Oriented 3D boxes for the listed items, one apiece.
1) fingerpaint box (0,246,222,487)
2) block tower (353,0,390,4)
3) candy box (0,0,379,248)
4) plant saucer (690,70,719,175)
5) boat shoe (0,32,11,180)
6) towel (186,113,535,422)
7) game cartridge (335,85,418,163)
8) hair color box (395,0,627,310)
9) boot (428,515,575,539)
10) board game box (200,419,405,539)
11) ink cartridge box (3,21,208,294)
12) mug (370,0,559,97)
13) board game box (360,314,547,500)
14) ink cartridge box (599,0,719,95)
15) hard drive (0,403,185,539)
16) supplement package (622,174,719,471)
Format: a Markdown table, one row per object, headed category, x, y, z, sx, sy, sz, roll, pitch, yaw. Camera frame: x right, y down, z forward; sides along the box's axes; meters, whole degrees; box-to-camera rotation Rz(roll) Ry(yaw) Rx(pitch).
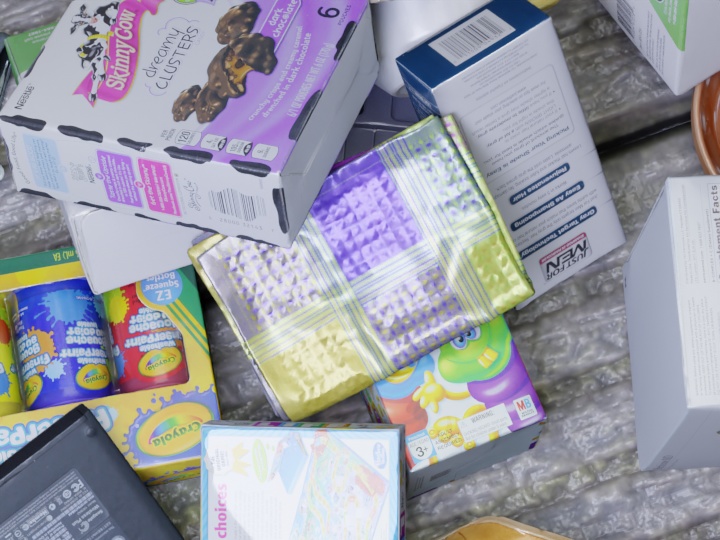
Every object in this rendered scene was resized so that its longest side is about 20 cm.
| category | x | y | z | sx | sy | sz | roll | pitch | yaw |
| --- | --- | --- | --- | --- | --- | --- | --- | --- | --- |
| fingerpaint box | -0.202 | 0.073 | 1.602 | 0.199 | 0.073 | 0.168 | -10 | 74 | -4 |
| block tower | -0.033 | -0.204 | 1.566 | 0.199 | 0.058 | 0.054 | -1 | 103 | 38 |
| candy box | -0.110 | -0.114 | 1.511 | 0.199 | 0.072 | 0.168 | 11 | 51 | 17 |
| plant saucer | 0.341 | -0.109 | 1.693 | 0.199 | 0.032 | 0.201 | 0 | 75 | -1 |
| boat shoe | -0.285 | -0.085 | 1.648 | 0.061 | 0.073 | 0.201 | 2 | 69 | 3 |
| towel | 0.000 | 0.000 | 1.526 | 0.199 | 0.023 | 0.144 | -26 | 89 | 9 |
| game cartridge | 0.014 | -0.165 | 1.700 | 0.129 | 0.038 | 0.201 | 6 | 74 | -4 |
| hair color box | 0.106 | -0.082 | 1.597 | 0.100 | 0.201 | 0.061 | -31 | 36 | -10 |
| boot | 0.065 | 0.236 | 1.573 | 0.200 | 0.071 | 0.145 | 12 | 81 | 2 |
| board game box | -0.038 | 0.201 | 1.521 | 0.134 | 0.034 | 0.201 | 1 | 93 | 8 |
| ink cartridge box | -0.150 | -0.094 | 1.605 | 0.145 | 0.085 | 0.200 | -17 | 48 | -8 |
| mug | 0.055 | -0.214 | 1.630 | 0.186 | 0.149 | 0.154 | -18 | 83 | 0 |
| board game box | 0.041 | 0.041 | 1.603 | 0.103 | 0.105 | 0.201 | -21 | 76 | -8 |
| ink cartridge box | 0.203 | -0.249 | 1.653 | 0.084 | 0.146 | 0.200 | -31 | 66 | -9 |
| hard drive | -0.181 | 0.210 | 1.536 | 0.139 | 0.033 | 0.200 | -37 | 108 | -12 |
| supplement package | 0.249 | 0.039 | 1.559 | 0.110 | 0.200 | 0.157 | -2 | 74 | -2 |
